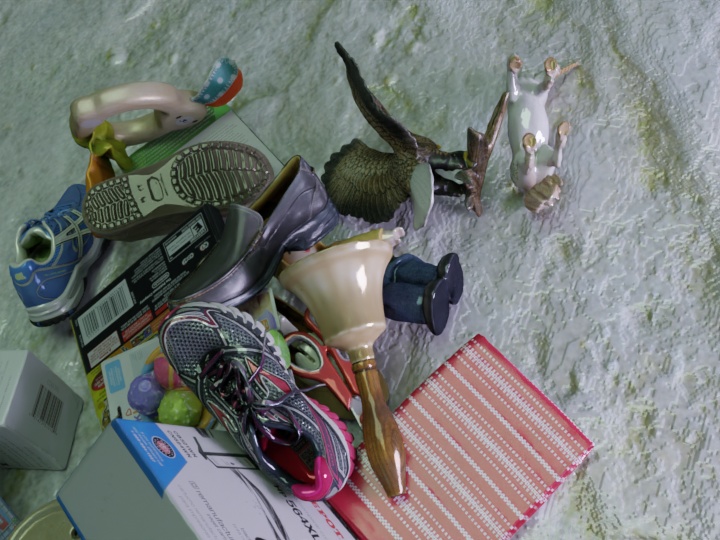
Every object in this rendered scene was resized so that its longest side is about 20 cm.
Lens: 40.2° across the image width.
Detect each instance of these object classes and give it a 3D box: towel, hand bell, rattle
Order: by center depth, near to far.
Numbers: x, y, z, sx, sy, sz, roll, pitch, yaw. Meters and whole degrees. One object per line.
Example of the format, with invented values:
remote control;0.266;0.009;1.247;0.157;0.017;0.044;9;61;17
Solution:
towel;0.078;0.167;0.822;0.200;0.023;0.145;-42;67;-10
hand bell;0.005;0.087;0.823;0.102;0.104;0.203;-18;75;7
rattle;-0.207;-0.138;1.065;0.197;0.131;0.145;-10;62;-20

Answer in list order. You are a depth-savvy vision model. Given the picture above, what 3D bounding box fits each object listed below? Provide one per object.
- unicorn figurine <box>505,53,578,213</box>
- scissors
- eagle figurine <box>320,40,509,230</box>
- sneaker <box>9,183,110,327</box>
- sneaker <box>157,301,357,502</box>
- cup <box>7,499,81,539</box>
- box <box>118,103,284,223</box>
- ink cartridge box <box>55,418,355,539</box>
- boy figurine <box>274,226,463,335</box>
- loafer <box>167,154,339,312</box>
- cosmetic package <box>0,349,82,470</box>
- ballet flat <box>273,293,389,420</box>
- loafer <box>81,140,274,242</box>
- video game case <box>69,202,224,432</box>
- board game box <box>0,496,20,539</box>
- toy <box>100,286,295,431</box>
unicorn figurine;0.170;-0.152;0.961;0.072;0.138;0.203;12;76;7
scissors;0.004;0.116;0.864;0.073;0.014;0.201;-36;75;-16
eagle figurine;0.035;-0.120;0.979;0.197;0.151;0.154;21;80;18
sneaker;-0.322;-0.035;1.062;0.074;0.078;0.202;-14;40;11
sneaker;-0.084;0.101;0.791;0.199;0.075;0.081;40;100;7
cup;-0.216;0.261;0.803;0.197;0.144;0.203;-9;56;14
box;-0.165;-0.097;1.086;0.144;0.036;0.200;-38;55;-7
ink cartridge box;-0.109;0.197;0.757;0.146;0.199;0.085;44;102;29
boy figurine;0.000;0.000;0.942;0.197;0.065;0.125;15;52;28
loafer;-0.104;-0.028;0.884;0.072;0.073;0.200;2;36;43
cosmetic package;-0.390;0.137;0.965;0.196;0.113;0.082;-4;56;18
ballet flat;-0.059;0.072;0.921;0.198;0.063;0.069;29;69;31
loafer;-0.186;-0.079;1.018;0.196;0.068;0.077;-13;79;-7
video game case;-0.187;0.063;0.953;0.199;0.025;0.182;-37;56;15
board game box;-0.433;0.197;0.892;0.197;0.203;0.062;-19;12;17
toy;-0.154;0.101;0.870;0.197;0.047;0.117;-23;72;19
